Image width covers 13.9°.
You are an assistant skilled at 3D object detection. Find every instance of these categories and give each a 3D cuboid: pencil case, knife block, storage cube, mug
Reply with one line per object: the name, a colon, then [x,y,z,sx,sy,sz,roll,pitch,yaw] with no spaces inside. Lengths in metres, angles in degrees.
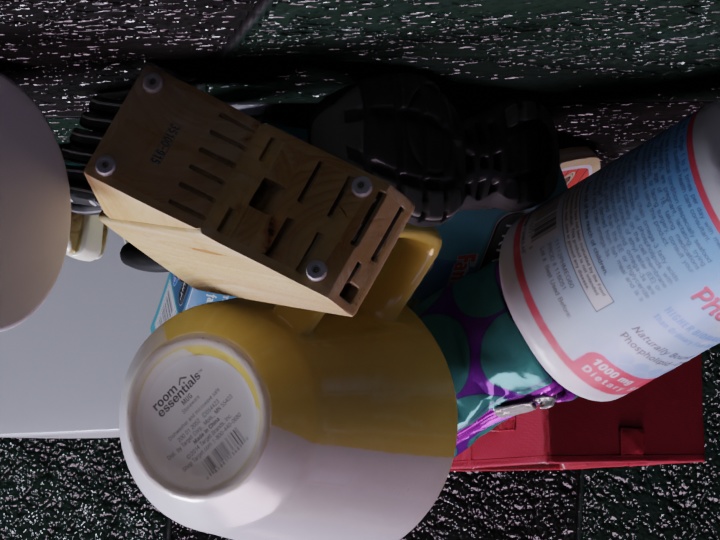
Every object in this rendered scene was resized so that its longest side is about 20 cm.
pencil case: [0.027,0.077,1.611,0.200,0.093,0.085,-35,139,18]
knife block: [-0.067,-0.025,1.458,0.199,0.064,0.176,26,167,14]
storage cube: [0.146,0.063,2.279,0.199,0.181,0.171,4,173,-39]
mug: [-0.047,0.058,1.515,0.149,0.188,0.153,3,178,27]

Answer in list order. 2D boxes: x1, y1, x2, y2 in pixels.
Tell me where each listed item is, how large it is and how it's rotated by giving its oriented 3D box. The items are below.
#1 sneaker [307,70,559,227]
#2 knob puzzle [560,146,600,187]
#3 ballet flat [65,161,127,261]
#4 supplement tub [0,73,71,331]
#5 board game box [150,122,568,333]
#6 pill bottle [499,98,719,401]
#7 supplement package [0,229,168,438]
sneaker: [0.024,-0.056,1.495,0.079,0.076,0.200,-2,175,33]
knob puzzle: [0.080,-0.003,1.754,0.219,0.030,0.220,-39,167,-11]
ballet flat: [-0.141,-0.038,1.689,0.199,0.071,0.071,-4,174,28]
supplement tub: [-0.253,-0.026,1.419,0.199,0.133,0.132,-6,173,38]
board game box: [0.000,0.000,1.632,0.199,0.151,0.047,7,-143,-19]
pill bottle: [0.176,-0.021,1.508,0.200,0.109,0.109,-32,158,33]
supplement package: [-0.144,0.031,1.938,0.199,0.157,0.111,-4,174,31]
